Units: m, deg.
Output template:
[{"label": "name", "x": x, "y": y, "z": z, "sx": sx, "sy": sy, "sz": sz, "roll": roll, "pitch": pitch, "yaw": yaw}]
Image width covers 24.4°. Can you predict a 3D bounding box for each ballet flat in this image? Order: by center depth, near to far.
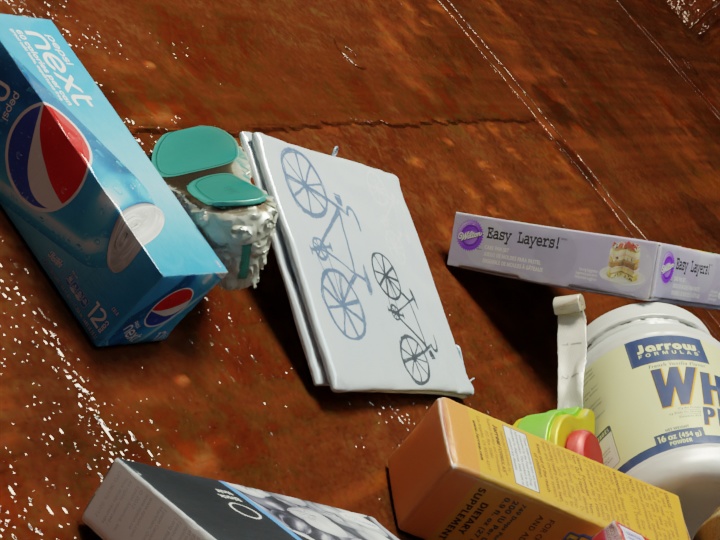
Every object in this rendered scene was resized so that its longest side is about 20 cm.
[{"label": "ballet flat", "x": -0.096, "y": -0.037, "z": 1.050, "sx": 0.072, "sy": 0.072, "sz": 0.200, "roll": 36, "pitch": 7, "yaw": -22}]

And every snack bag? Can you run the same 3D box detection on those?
[{"label": "snack bag", "x": 0.000, "y": 0.000, "z": 1.163, "sx": 0.199, "sy": 0.021, "sz": 0.190, "roll": 9, "pitch": 58, "yaw": -59}]

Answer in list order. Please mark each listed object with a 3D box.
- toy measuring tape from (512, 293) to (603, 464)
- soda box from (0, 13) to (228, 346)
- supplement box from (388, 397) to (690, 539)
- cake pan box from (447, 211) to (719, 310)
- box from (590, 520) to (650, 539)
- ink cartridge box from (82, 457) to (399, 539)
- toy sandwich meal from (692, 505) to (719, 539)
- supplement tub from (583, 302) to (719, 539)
[{"label": "toy measuring tape", "x": 0.134, "y": 0.099, "z": 1.170, "sx": 0.073, "sy": 0.073, "sz": 0.202, "roll": 27, "pitch": 57, "yaw": -37}, {"label": "soda box", "x": -0.166, "y": -0.054, "z": 0.962, "sx": 0.201, "sy": 0.064, "sz": 0.068, "roll": 53, "pitch": 24, "yaw": 17}, {"label": "supplement box", "x": 0.118, "y": 0.155, "z": 1.067, "sx": 0.199, "sy": 0.067, "sz": 0.069, "roll": 23, "pitch": 31, "yaw": -24}, {"label": "cake pan box", "x": 0.195, "y": -0.006, "z": 1.397, "sx": 0.199, "sy": 0.053, "sz": 0.184, "roll": 10, "pitch": 0, "yaw": 35}, {"label": "box", "x": 0.176, "y": 0.263, "z": 0.988, "sx": 0.099, "sy": 0.095, "sz": 0.201, "roll": 31, "pitch": 27, "yaw": -30}, {"label": "ink cartridge box", "x": -0.005, "y": 0.166, "z": 0.805, "sx": 0.197, "sy": 0.044, "sz": 0.200, "roll": 22, "pitch": 7, "yaw": -45}, {"label": "toy sandwich meal", "x": 0.262, "y": 0.242, "z": 1.064, "sx": 0.070, "sy": 0.206, "sz": 0.206, "roll": 3, "pitch": 37, "yaw": -13}, {"label": "supplement tub", "x": 0.226, "y": 0.131, "z": 1.231, "sx": 0.145, "sy": 0.145, "sz": 0.201, "roll": 34, "pitch": 25, "yaw": -26}]
